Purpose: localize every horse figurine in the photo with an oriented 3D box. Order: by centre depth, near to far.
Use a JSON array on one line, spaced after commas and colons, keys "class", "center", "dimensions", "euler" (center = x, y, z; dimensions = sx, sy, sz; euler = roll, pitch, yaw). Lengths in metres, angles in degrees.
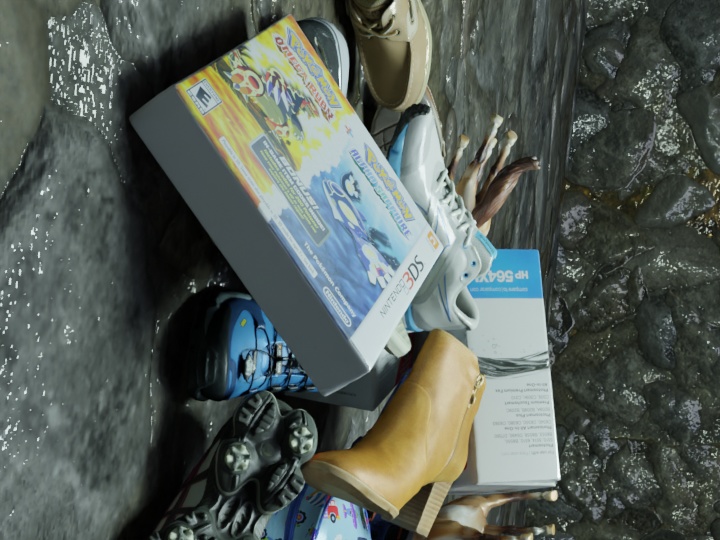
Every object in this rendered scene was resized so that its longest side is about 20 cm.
[{"class": "horse figurine", "center": [0.093, 0.225, 0.955], "dimensions": [0.200, 0.130, 0.051], "euler": [-21, 103, -71]}, {"class": "horse figurine", "center": [0.098, -0.065, 1.021], "dimensions": [0.200, 0.049, 0.134], "euler": [178, -66, -80]}]

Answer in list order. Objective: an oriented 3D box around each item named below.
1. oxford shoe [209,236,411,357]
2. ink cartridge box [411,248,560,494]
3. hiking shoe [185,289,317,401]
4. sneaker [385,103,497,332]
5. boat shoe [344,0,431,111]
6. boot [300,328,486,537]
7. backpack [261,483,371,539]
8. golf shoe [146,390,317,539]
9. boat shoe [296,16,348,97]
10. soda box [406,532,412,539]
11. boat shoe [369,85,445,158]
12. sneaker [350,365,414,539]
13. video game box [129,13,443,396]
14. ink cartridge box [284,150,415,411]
[{"class": "oxford shoe", "center": [-0.034, 0.004, 0.797], "dimensions": [0.200, 0.058, 0.076], "euler": [41, 14, -36]}, {"class": "ink cartridge box", "center": [0.104, 0.095, 1.010], "dimensions": [0.146, 0.083, 0.204], "euler": [142, -52, -67]}, {"class": "hiking shoe", "center": [-0.056, 0.053, 0.799], "dimensions": [0.200, 0.085, 0.076], "euler": [-14, 111, -73]}, {"class": "sneaker", "center": [0.066, -0.037, 0.889], "dimensions": [0.075, 0.085, 0.203], "euler": [-58, 149, -50]}, {"class": "boat shoe", "center": [0.014, -0.228, 0.962], "dimensions": [0.065, 0.070, 0.203], "euler": [-47, 134, -53]}, {"class": "boot", "center": [0.031, 0.109, 0.831], "dimensions": [0.201, 0.070, 0.146], "euler": [42, 66, -58]}, {"class": "backpack", "center": [-0.036, 0.249, 0.866], "dimensions": [0.183, 0.132, 0.203], "euler": [43, 49, -63]}, {"class": "golf shoe", "center": [-0.098, 0.174, 0.729], "dimensions": [0.201, 0.077, 0.088], "euler": [-55, -172, -24]}, {"class": "boat shoe", "center": [-0.043, -0.084, 0.835], "dimensions": [0.057, 0.068, 0.204], "euler": [-23, 113, -67]}, {"class": "soda box", "center": [0.033, 0.263, 1.045], "dimensions": [0.069, 0.063, 0.201], "euler": [53, 5, -32]}, {"class": "boat shoe", "center": [0.051, -0.123, 1.131], "dimensions": [0.201, 0.074, 0.073], "euler": [86, 12, -54]}, {"class": "sneaker", "center": [0.023, 0.155, 0.965], "dimensions": [0.202, 0.074, 0.079], "euler": [-64, -154, 20]}, {"class": "video game box", "center": [-0.035, -0.050, 0.719], "dimensions": [0.201, 0.046, 0.183], "euler": [56, 27, -11]}, {"class": "ink cartridge box", "center": [0.000, 0.000, 0.975], "dimensions": [0.145, 0.082, 0.204], "euler": [-28, 125, -71]}]
